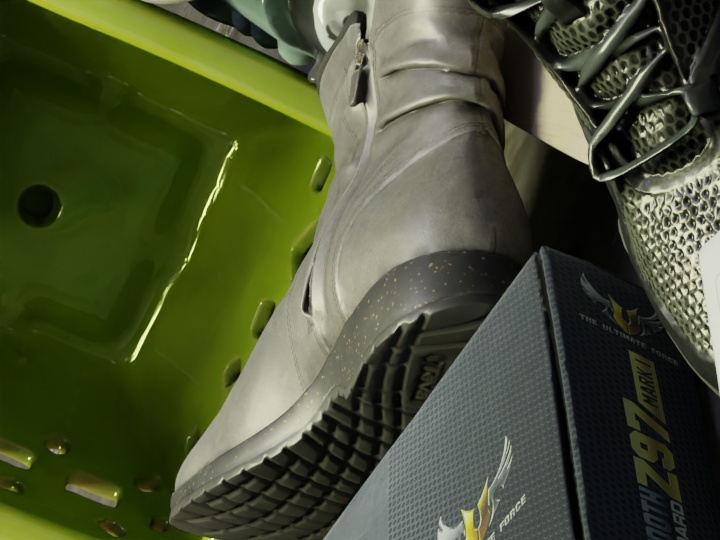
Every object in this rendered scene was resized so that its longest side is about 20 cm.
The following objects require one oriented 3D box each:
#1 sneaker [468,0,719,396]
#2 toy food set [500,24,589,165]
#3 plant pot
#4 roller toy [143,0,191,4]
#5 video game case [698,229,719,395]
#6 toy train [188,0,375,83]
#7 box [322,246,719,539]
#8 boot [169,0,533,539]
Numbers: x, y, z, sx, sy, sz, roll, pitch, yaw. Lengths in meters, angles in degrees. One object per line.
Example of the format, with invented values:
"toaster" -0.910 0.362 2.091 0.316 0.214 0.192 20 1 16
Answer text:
"sneaker" 0.059 -0.061 0.618 0.076 0.114 0.200 -27 67 43
"toy food set" 0.088 -0.108 0.761 0.200 0.060 0.144 -138 61 -71
"plant pot" -0.114 -0.015 0.974 0.200 0.199 0.182 -64 14 8
"roller toy" -0.084 -0.190 0.817 0.200 0.139 0.183 -13 64 59
"video game case" 0.136 0.039 0.418 0.181 0.045 0.201 -47 39 48
"toy train" -0.015 -0.133 0.906 0.200 0.085 0.114 40 112 62
"box" 0.022 0.116 0.671 0.200 0.051 0.158 -54 21 31
"boot" 0.000 0.000 0.797 0.200 0.070 0.132 -42 43 48
